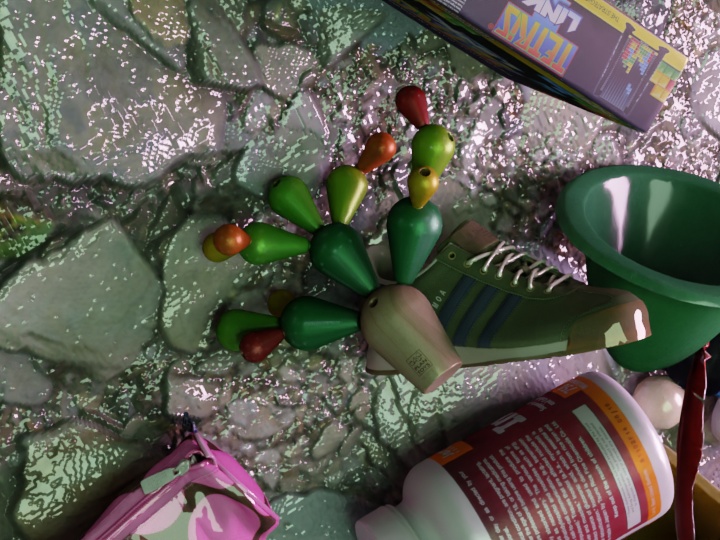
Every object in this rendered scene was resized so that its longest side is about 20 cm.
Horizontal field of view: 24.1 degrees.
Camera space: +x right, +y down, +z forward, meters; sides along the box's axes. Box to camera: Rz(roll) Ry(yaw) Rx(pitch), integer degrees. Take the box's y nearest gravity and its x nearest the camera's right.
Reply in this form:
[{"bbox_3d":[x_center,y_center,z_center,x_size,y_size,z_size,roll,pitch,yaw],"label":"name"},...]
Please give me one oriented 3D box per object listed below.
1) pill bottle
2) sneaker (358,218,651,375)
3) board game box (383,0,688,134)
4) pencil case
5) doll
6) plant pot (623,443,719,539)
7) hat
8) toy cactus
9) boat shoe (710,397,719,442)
[{"bbox_3d":[0.103,0.160,1.144,0.200,0.113,0.113,-27,116,-15],"label":"pill bottle"},{"bbox_3d":[0.080,0.012,1.056,0.067,0.200,0.090,-15,95,-56],"label":"sneaker"},{"bbox_3d":[0.069,-0.162,0.992,0.200,0.165,0.057,28,93,-29],"label":"board game box"},{"bbox_3d":[-0.151,0.188,1.056,0.200,0.091,0.094,-44,154,-8],"label":"pencil case"},{"bbox_3d":[0.271,0.036,1.211,0.136,0.048,0.200,43,89,-7],"label":"doll"},{"bbox_3d":[0.219,0.283,1.203,0.194,0.195,0.200,-36,125,-10],"label":"plant pot"},{"bbox_3d":[0.190,0.050,1.131,0.165,0.200,0.177,19,121,10],"label":"hat"},{"bbox_3d":[0.000,0.000,1.028,0.200,0.102,0.165,-41,76,5],"label":"toy cactus"},{"bbox_3d":[0.363,0.095,1.253,0.201,0.086,0.075,-17,121,-20],"label":"boat shoe"}]
